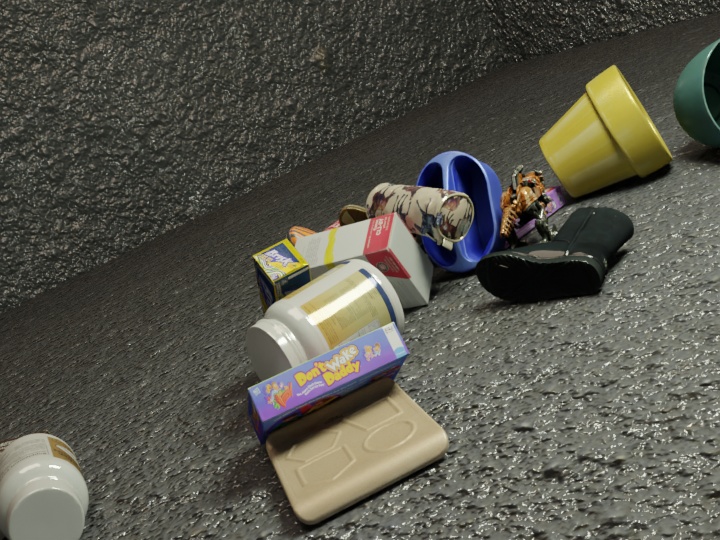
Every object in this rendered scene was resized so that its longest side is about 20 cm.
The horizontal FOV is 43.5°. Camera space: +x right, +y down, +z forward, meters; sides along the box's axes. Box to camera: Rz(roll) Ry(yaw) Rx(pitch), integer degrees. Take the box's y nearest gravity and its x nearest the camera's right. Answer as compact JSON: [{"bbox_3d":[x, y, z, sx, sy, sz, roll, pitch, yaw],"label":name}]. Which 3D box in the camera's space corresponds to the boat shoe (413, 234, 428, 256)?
[{"bbox_3d":[0.108,-0.065,1.646,0.198,0.066,0.075,-34,21,20],"label":"boat shoe"}]

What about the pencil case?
[{"bbox_3d":[0.091,-0.094,1.486,0.198,0.078,0.090,14,71,51],"label":"pencil case"}]

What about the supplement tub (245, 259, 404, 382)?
[{"bbox_3d":[-0.050,0.088,1.284,0.198,0.147,0.143,-31,17,-31],"label":"supplement tub"}]

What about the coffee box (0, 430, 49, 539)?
[{"bbox_3d":[-0.526,0.321,1.280,0.112,0.081,0.200,-15,16,22],"label":"coffee box"}]

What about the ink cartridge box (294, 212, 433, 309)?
[{"bbox_3d":[0.000,0.000,1.483,0.197,0.146,0.085,-13,46,29],"label":"ink cartridge box"}]

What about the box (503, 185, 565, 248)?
[{"bbox_3d":[0.268,-0.094,1.669,0.199,0.040,0.136,-33,18,-36],"label":"box"}]

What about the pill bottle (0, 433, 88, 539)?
[{"bbox_3d":[-0.408,0.289,1.155,0.113,0.116,0.199,-27,16,-19],"label":"pill bottle"}]

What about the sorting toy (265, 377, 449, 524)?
[{"bbox_3d":[-0.008,0.206,1.041,0.183,0.037,0.200,-25,19,-10],"label":"sorting toy"}]

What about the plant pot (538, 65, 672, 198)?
[{"bbox_3d":[0.439,-0.238,1.658,0.187,0.202,0.201,-32,10,21],"label":"plant pot"}]

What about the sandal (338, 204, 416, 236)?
[{"bbox_3d":[0.048,-0.080,1.706,0.196,0.081,0.055,14,41,-19],"label":"sandal"}]

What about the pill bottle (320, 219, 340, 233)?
[{"bbox_3d":[-0.047,-0.025,1.736,0.111,0.114,0.200,-10,19,38],"label":"pill bottle"}]

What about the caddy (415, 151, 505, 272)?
[{"bbox_3d":[0.169,-0.099,1.533,0.139,0.204,0.104,-12,-5,31],"label":"caddy"}]

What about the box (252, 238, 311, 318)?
[{"bbox_3d":[-0.111,0.054,1.380,0.064,0.202,0.070,-27,50,-20],"label":"box"}]

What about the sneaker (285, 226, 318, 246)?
[{"bbox_3d":[-0.026,-0.045,1.579,0.112,0.197,0.078,-50,22,37],"label":"sneaker"}]

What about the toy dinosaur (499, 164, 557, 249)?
[{"bbox_3d":[0.264,-0.095,1.490,0.199,0.138,0.101,-32,19,-34],"label":"toy dinosaur"}]

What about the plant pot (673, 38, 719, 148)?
[{"bbox_3d":[0.646,-0.306,1.585,0.198,0.204,0.161,-24,3,-9],"label":"plant pot"}]

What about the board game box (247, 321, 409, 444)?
[{"bbox_3d":[-0.043,0.144,1.137,0.197,0.045,0.135,-23,-17,-16],"label":"board game box"}]

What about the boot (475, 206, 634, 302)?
[{"bbox_3d":[0.287,-0.027,1.327,0.197,0.078,0.168,-2,27,35],"label":"boot"}]
